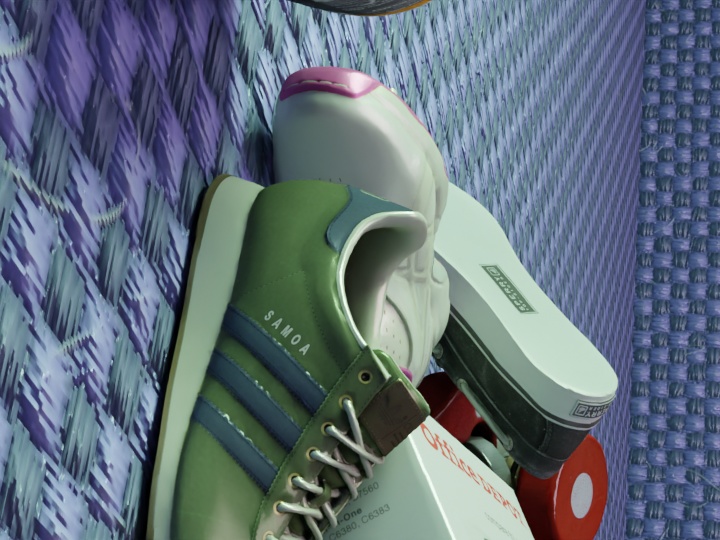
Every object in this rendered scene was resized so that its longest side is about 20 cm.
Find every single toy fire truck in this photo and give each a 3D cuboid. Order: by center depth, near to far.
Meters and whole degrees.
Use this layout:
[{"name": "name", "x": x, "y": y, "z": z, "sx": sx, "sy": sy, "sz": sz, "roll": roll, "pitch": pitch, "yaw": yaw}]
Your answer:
[{"name": "toy fire truck", "x": 0.041, "y": 0.155, "z": 0.924, "sx": 0.167, "sy": 0.111, "sz": 0.202, "roll": -7, "pitch": 100, "yaw": -56}]

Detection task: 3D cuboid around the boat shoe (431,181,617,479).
[{"name": "boat shoe", "x": 0.050, "y": 0.020, "z": 0.905, "sx": 0.200, "sy": 0.070, "sz": 0.064, "roll": 55, "pitch": -53, "yaw": 39}]

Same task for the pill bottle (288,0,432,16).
[{"name": "pill bottle", "x": -0.015, "y": -0.151, "z": 0.616, "sx": 0.200, "sy": 0.115, "sz": 0.117, "roll": -16, "pitch": 106, "yaw": -76}]

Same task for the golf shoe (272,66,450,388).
[{"name": "golf shoe", "x": 0.000, "y": 0.000, "z": 0.788, "sx": 0.201, "sy": 0.075, "sz": 0.092, "roll": 74, "pitch": 23, "yaw": -48}]

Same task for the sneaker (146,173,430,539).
[{"name": "sneaker", "x": -0.021, "y": 0.055, "z": 0.646, "sx": 0.067, "sy": 0.089, "sz": 0.202, "roll": 68, "pitch": 26, "yaw": -62}]

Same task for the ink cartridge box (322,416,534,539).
[{"name": "ink cartridge box", "x": 0.038, "y": 0.164, "z": 0.694, "sx": 0.146, "sy": 0.084, "sz": 0.201, "roll": 44, "pitch": 19, "yaw": -55}]
